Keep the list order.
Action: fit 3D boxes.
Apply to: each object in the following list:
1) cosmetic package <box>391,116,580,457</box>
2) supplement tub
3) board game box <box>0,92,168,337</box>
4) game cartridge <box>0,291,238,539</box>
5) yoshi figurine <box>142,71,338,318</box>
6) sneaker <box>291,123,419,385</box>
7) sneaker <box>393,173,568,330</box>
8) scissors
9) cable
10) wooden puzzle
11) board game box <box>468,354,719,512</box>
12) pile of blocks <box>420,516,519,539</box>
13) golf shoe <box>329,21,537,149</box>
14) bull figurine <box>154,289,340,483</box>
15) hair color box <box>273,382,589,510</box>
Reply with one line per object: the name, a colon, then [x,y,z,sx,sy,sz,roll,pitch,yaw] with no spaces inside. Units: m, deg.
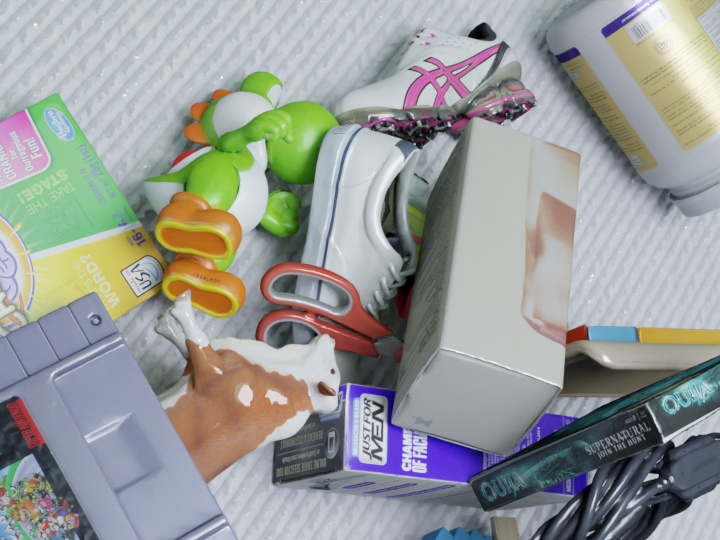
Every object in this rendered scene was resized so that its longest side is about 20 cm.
cosmetic package: [0.087,0.009,0.946,0.087,0.103,0.200,18,53,-8]
supplement tub: [0.266,-0.160,1.176,0.145,0.145,0.200,-42,99,-31]
board game box: [-0.241,-0.003,0.908,0.200,0.040,0.153,-36,96,-32]
game cartridge: [-0.167,0.125,0.833,0.130,0.038,0.200,-27,77,-23]
yoshi figurine: [-0.068,-0.064,0.972,0.112,0.112,0.200,46,39,-26]
sneaker: [0.000,0.000,0.984,0.073,0.071,0.200,-23,122,-60]
sneaker: [0.066,0.013,1.063,0.200,0.078,0.090,36,62,-4]
scissors: [0.021,0.047,0.970,0.200,0.014,0.073,16,109,-13]
cable: [0.165,0.173,0.968,0.200,0.163,0.051,-17,66,-44]
wooden puzzle: [0.184,0.068,1.037,0.185,0.200,0.037,3,78,-29]
board game box: [0.172,0.097,0.894,0.135,0.200,0.028,-22,81,-33]
pile of blocks: [0.078,0.225,1.023,0.200,0.062,0.082,15,58,-34]
golf shoe: [0.046,-0.143,1.095,0.200,0.073,0.092,-17,80,-42]
bull figurine: [-0.110,0.089,0.910,0.200,0.065,0.121,-39,92,-4]
hair color box: [0.051,0.129,0.999,0.200,0.109,0.065,9,73,-28]
